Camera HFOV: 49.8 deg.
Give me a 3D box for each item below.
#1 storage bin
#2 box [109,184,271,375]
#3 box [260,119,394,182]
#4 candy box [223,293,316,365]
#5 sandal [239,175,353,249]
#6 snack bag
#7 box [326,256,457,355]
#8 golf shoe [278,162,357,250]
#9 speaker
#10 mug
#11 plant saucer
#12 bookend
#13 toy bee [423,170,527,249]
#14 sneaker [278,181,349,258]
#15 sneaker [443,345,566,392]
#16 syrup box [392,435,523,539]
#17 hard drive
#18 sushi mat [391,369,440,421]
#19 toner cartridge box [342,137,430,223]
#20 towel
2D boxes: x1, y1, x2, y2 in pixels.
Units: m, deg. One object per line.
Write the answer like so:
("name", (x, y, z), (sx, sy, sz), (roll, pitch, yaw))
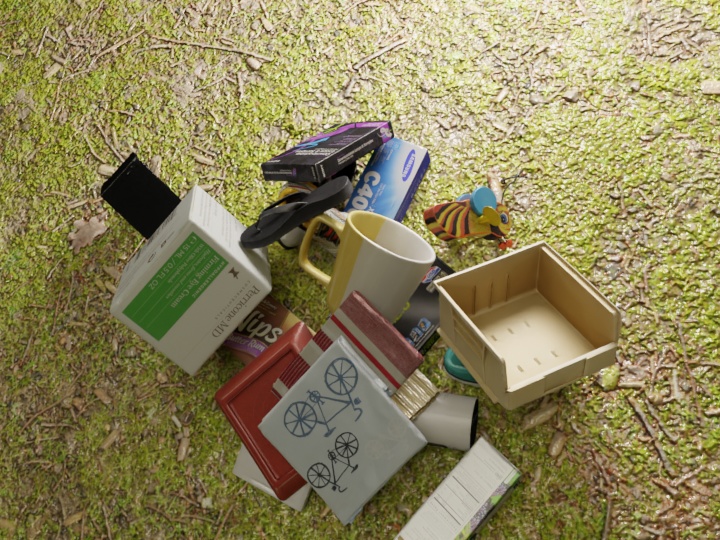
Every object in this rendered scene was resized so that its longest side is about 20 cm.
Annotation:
("storage bin", (0.236, 0.076, 1.116), (0.196, 0.096, 0.199), (-18, 40, -18))
("box", (-0.267, 0.012, 1.250), (0.199, 0.171, 0.201), (-46, 22, 9))
("box", (-0.055, -0.203, 1.317), (0.141, 0.037, 0.199), (6, 33, 43))
("candy box", (-0.142, 0.122, 1.297), (0.199, 0.057, 0.117), (38, 85, 23))
("sandal", (-0.104, -0.098, 1.198), (0.197, 0.043, 0.077), (-28, 27, 12))
("snack bag", (-0.024, 0.230, 1.110), (0.200, 0.021, 0.189), (45, 102, 9))
("box", (0.065, 0.059, 1.268), (0.160, 0.044, 0.200), (41, 85, 24))
("golf shoe", (-0.077, -0.123, 1.340), (0.077, 0.094, 0.202), (37, 84, -19))
("speaker", (0.081, 0.220, 1.184), (0.195, 0.081, 0.083), (6, 72, 16))
("mug", (0.009, 0.003, 1.200), (0.186, 0.147, 0.156), (43, 118, 38))
("plant saucer", (-0.111, 0.218, 1.182), (0.198, 0.037, 0.202), (-39, 81, 14))
("bookend", (-0.368, -0.108, 1.412), (0.092, 0.198, 0.200), (-46, 110, -5))
("toy bee", (0.203, -0.081, 1.248), (0.196, 0.131, 0.111), (-22, 90, -5))
("sneaker", (-0.058, -0.069, 1.273), (0.198, 0.082, 0.079), (36, 107, 2))
("sneaker", (0.221, 0.135, 1.177), (0.194, 0.080, 0.080), (2, 70, 17))
("syrup box", (0.142, 0.346, 1.122), (0.081, 0.079, 0.201), (39, 84, 24))
("hard drive", (-0.110, 0.252, 1.215), (0.129, 0.025, 0.204), (23, 97, 16))
("sushi mat", (0.024, 0.153, 1.187), (0.095, 0.012, 0.200), (-37, 54, -15))
("toner cartridge box", (0.038, -0.129, 1.346), (0.093, 0.043, 0.204), (22, 78, 20))
("towel", (-0.021, 0.150, 1.128), (0.144, 0.023, 0.201), (44, 101, 9))
